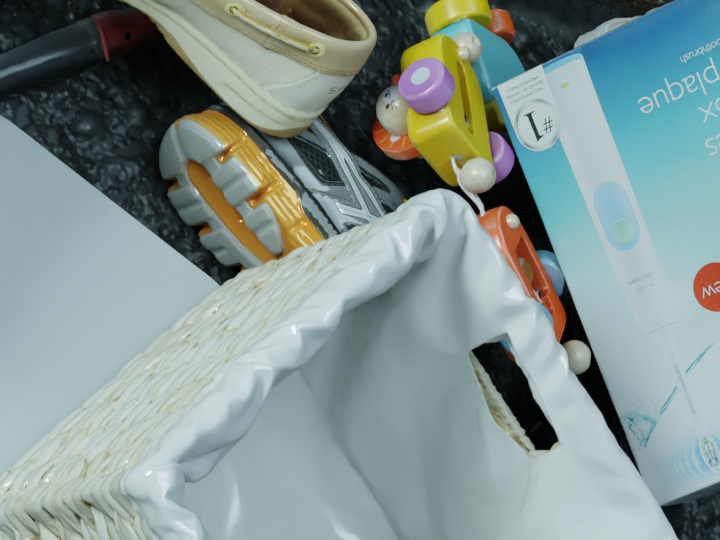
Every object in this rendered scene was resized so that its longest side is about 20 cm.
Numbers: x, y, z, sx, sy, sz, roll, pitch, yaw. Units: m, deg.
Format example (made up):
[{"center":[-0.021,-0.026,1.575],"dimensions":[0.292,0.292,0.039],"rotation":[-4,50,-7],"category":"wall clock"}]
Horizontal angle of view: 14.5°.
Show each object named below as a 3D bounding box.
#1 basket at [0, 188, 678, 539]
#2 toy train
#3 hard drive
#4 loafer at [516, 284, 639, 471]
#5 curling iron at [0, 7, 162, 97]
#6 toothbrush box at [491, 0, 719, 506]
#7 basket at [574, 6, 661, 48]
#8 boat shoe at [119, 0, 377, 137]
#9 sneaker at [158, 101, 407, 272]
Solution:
[{"center":[-0.014,0.106,1.130],"dimensions":[0.200,0.161,0.198],"rotation":[-43,108,-34],"category":"basket"},{"center":[0.052,-0.039,1.263],"dimensions":[0.150,0.056,0.200],"rotation":[60,20,-19],"category":"toy train"},{"center":[-0.154,0.050,1.162],"dimensions":[0.132,0.025,0.200],"rotation":[38,60,-16],"category":"hard drive"},{"center":[0.104,0.098,1.272],"dimensions":[0.070,0.068,0.201],"rotation":[19,62,-18],"category":"loafer"},{"center":[-0.107,-0.093,1.231],"dimensions":[0.200,0.026,0.050],"rotation":[-15,81,-32],"category":"curling iron"},{"center":[0.167,-0.016,1.227],"dimensions":[0.085,0.146,0.200],"rotation":[-5,73,-63],"category":"toothbrush box"},{"center":[0.207,-0.042,1.342],"dimensions":[0.135,0.123,0.200],"rotation":[-9,79,-33],"category":"basket"},{"center":[-0.075,-0.144,1.180],"dimensions":[0.200,0.069,0.074],"rotation":[40,34,-18],"category":"boat shoe"},{"center":[0.000,0.000,1.239],"dimensions":[0.077,0.078,0.200],"rotation":[-40,97,-39],"category":"sneaker"}]
